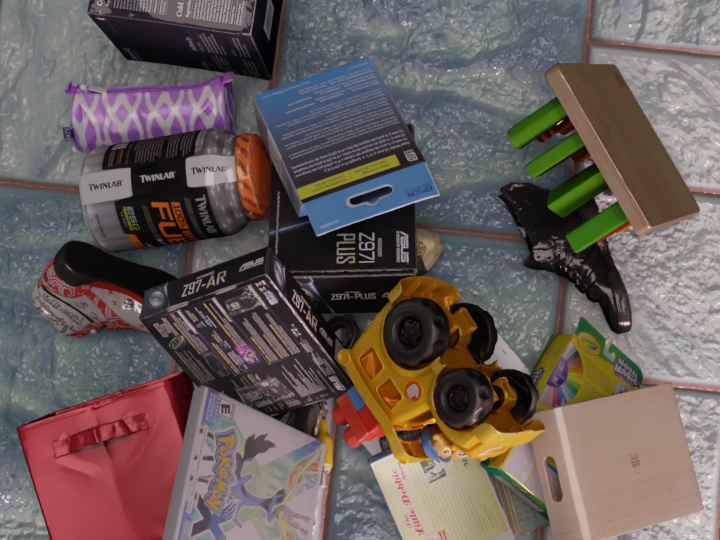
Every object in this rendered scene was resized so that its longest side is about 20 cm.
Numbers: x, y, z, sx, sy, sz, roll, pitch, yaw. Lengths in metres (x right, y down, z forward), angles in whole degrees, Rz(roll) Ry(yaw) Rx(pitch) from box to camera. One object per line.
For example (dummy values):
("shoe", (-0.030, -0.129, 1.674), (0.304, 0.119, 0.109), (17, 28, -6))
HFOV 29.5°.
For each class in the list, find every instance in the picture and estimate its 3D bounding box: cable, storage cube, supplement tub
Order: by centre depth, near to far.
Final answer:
("storage cube", (-0.248, 0.221, 1.485), (0.170, 0.200, 0.181), (-17, 89, 0))
("supplement tub", (-0.205, -0.092, 1.542), (0.198, 0.122, 0.124), (-9, 82, 13))
("cable", (-0.057, 0.149, 1.570), (0.096, 0.050, 0.201), (6, 68, 30))

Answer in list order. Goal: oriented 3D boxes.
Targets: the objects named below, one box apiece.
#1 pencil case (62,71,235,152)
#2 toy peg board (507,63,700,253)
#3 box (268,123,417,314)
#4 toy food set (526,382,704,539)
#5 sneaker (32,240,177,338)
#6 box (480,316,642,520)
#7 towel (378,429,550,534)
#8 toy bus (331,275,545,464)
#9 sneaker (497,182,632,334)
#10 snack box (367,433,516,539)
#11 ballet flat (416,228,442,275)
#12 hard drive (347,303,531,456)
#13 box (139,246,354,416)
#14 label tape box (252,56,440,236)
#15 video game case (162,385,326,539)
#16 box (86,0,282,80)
("pencil case", (-0.241, -0.186, 1.588), (0.198, 0.084, 0.086), (-3, 120, 0))
("toy peg board", (0.264, -0.120, 1.526), (0.098, 0.199, 0.201), (-33, 81, 28))
("box", (-0.018, -0.057, 1.527), (0.162, 0.086, 0.201), (-1, 59, 3))
("toy food set", (0.278, 0.207, 1.479), (0.199, 0.060, 0.145), (-8, 82, -32))
("sneaker", (-0.277, 0.043, 1.574), (0.200, 0.108, 0.068), (26, 44, -25))
("box", (0.226, 0.161, 1.504), (0.117, 0.048, 0.201), (40, 72, -21))
("towel", (0.132, 0.231, 1.532), (0.198, 0.022, 0.148), (-14, 93, -3))
("toy bus", (0.065, 0.136, 1.435), (0.192, 0.135, 0.201), (-44, 64, 21))
("sneaker", (0.233, -0.013, 1.560), (0.103, 0.060, 0.201), (-15, 77, -1))
("snack box", (0.099, 0.275, 1.502), (0.115, 0.037, 0.201), (-24, 93, -3))
("ballet flat", (0.000, 0.000, 1.568), (0.199, 0.057, 0.067), (-17, 83, 0))
("hard drive", (0.095, 0.154, 1.560), (0.200, 0.026, 0.132), (-40, 83, -3))
("box", (-0.119, 0.078, 1.483), (0.159, 0.200, 0.044), (-19, 40, 21))
("label tape box", (-0.017, -0.122, 1.478), (0.142, 0.066, 0.201), (-20, 61, -10))
("video game case", (-0.119, 0.245, 1.422), (0.022, 0.182, 0.201), (-17, 54, 42))
("box", (-0.191, -0.299, 1.543), (0.181, 0.200, 0.105), (8, 84, 3))
